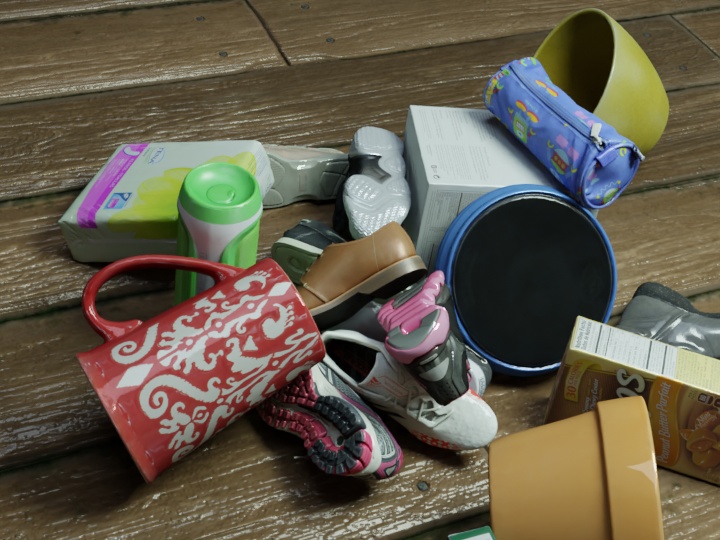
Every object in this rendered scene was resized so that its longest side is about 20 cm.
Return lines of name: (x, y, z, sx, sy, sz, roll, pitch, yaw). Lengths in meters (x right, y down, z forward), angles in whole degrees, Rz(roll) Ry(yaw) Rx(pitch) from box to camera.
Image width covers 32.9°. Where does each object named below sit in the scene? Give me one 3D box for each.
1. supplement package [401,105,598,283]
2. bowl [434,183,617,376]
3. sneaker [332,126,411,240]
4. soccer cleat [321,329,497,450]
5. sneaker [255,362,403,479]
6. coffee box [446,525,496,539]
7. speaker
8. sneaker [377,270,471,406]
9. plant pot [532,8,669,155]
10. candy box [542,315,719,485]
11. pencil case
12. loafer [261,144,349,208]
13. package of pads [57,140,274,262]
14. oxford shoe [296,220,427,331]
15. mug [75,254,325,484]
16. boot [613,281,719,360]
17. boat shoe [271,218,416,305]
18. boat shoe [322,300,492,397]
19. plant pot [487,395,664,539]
supplement package: (0.150, -0.081, 1.394, 0.197, 0.152, 0.153, 2, 41, -9)
bowl: (0.176, 0.011, 1.276, 0.197, 0.204, 0.039, 2, 1, -9)
sneaker: (0.010, -0.067, 1.376, 0.074, 0.115, 0.201, 11, 39, -6)
soccer cleat: (0.041, 0.115, 1.188, 0.198, 0.085, 0.069, 29, 88, 21)
sneaker: (-0.037, 0.139, 1.175, 0.074, 0.081, 0.200, 25, 13, -42)
coffee box: (0.112, 0.319, 0.957, 0.043, 0.124, 0.201, -8, 45, -21)
speaker: (-0.144, -0.005, 1.208, 0.087, 0.202, 0.089, 6, 40, -5)
sneaker: (0.070, 0.068, 1.170, 0.096, 0.079, 0.200, 53, 13, -12)
plant pot: (0.314, -0.216, 1.577, 0.141, 0.201, 0.201, 20, 35, -26)
candy box: (0.292, 0.131, 1.211, 0.197, 0.117, 0.056, 17, 40, 7)
pencil case: (0.214, -0.153, 1.309, 0.077, 0.087, 0.200, -30, 51, -11)
loafer: (-0.095, -0.118, 1.460, 0.197, 0.073, 0.063, -1, 25, -21)
package of pads: (-0.208, -0.078, 1.337, 0.197, 0.069, 0.155, 1, 38, 23)
oxford shoe: (-0.033, 0.016, 1.227, 0.198, 0.071, 0.072, -28, 75, 7)
mug: (-0.148, 0.067, 1.103, 0.198, 0.179, 0.133, -30, 30, -13)
boot: (0.358, 0.098, 1.312, 0.198, 0.071, 0.132, 20, 43, 27)
boat shoe: (0.000, 0.000, 1.333, 0.198, 0.073, 0.068, 25, 43, 21)
boat shoe: (0.049, 0.075, 1.268, 0.198, 0.071, 0.066, 23, 22, 21)
plant pot: (0.183, 0.214, 1.052, 0.138, 0.202, 0.202, -4, 40, 8)
